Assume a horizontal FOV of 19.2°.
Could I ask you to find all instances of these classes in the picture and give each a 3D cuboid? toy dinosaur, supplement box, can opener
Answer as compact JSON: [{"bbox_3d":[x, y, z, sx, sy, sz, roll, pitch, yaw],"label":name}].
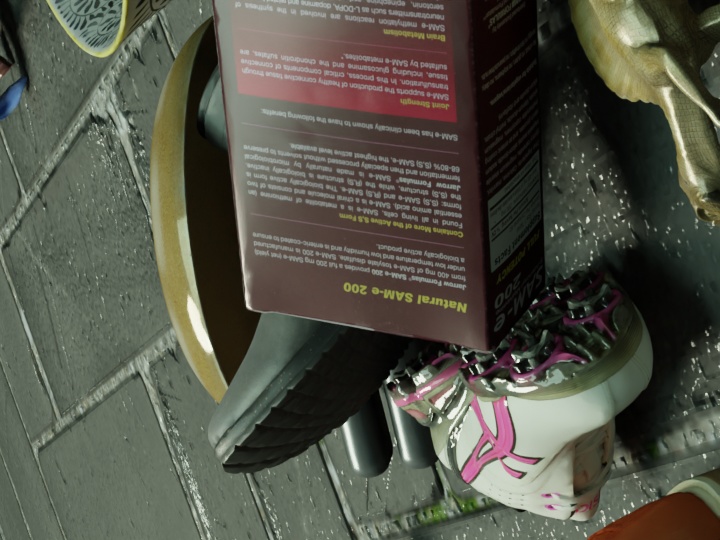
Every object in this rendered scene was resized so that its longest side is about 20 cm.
[{"bbox_3d":[0.087,-0.102,0.699,0.201,0.058,0.101,67,160,11],"label":"toy dinosaur"},{"bbox_3d":[0.007,-0.078,0.776,0.108,0.061,0.202,10,120,25],"label":"supplement box"},{"bbox_3d":[0.000,0.000,1.036,0.066,0.052,0.202,-52,-50,-73],"label":"can opener"}]

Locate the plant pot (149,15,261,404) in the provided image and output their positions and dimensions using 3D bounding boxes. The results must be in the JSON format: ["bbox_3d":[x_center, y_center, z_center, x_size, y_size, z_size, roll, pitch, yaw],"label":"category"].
[{"bbox_3d":[-0.059,-0.022,1.011,0.200,0.027,0.202,-7,-90,-74],"label":"plant pot"}]

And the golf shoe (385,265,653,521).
[{"bbox_3d":[0.079,0.055,0.853,0.092,0.072,0.200,52,165,-3],"label":"golf shoe"}]

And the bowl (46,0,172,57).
[{"bbox_3d":[-0.115,-0.216,1.057,0.201,0.094,0.202,51,152,41],"label":"bowl"}]

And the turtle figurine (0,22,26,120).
[{"bbox_3d":[-0.331,-0.193,1.533,0.144,0.199,0.196,-21,79,54],"label":"turtle figurine"}]

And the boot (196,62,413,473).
[{"bbox_3d":[-0.027,-0.023,0.913,0.132,0.070,0.201,43,105,26],"label":"boot"}]

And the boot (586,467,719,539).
[{"bbox_3d":[0.089,0.145,0.842,0.075,0.107,0.200,60,158,21],"label":"boot"}]
